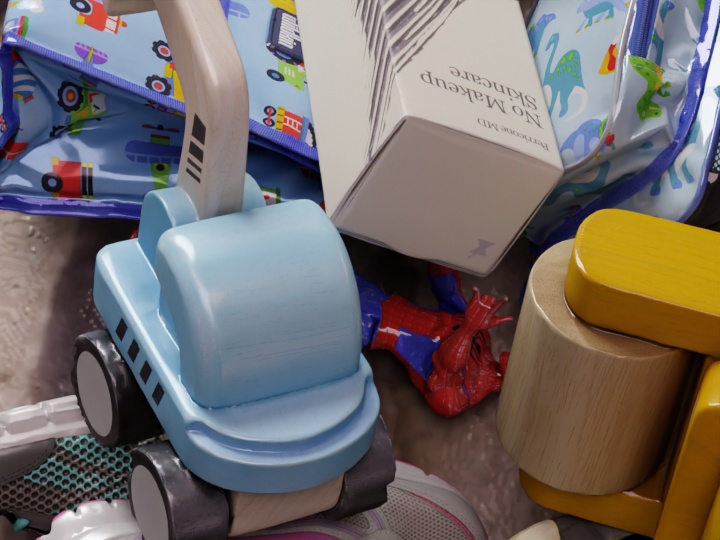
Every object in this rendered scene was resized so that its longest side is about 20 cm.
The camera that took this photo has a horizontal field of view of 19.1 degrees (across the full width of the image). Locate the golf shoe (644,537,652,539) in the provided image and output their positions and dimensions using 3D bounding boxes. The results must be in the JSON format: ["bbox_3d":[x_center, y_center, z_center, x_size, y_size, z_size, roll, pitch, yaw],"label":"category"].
[{"bbox_3d":[0.174,0.102,0.941,0.091,0.075,0.200,37,80,0],"label":"golf shoe"}]

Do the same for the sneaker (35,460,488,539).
[{"bbox_3d":[-0.032,0.137,0.876,0.199,0.082,0.088,-9,30,-23],"label":"sneaker"}]

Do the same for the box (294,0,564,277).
[{"bbox_3d":[0.023,-0.097,0.918,0.082,0.068,0.201,16,40,-25],"label":"box"}]

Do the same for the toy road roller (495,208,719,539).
[{"bbox_3d":[0.144,0.079,0.804,0.199,0.123,0.146,16,41,8],"label":"toy road roller"}]

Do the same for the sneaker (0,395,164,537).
[{"bbox_3d":[-0.106,0.096,0.916,0.199,0.078,0.092,-13,81,-13],"label":"sneaker"}]

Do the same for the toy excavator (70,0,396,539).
[{"bbox_3d":[-0.053,-0.018,0.830,0.099,0.201,0.195,-11,47,-26],"label":"toy excavator"}]

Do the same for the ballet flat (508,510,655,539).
[{"bbox_3d":[0.149,0.133,0.869,0.199,0.057,0.067,8,84,-9],"label":"ballet flat"}]

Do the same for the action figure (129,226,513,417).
[{"bbox_3d":[0.000,0.000,0.944,0.199,0.099,0.065,24,44,2],"label":"action figure"}]

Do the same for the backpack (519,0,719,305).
[{"bbox_3d":[0.146,-0.079,0.930,0.146,0.183,0.201,28,66,-13],"label":"backpack"}]

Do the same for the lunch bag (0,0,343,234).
[{"bbox_3d":[-0.062,-0.086,0.959,0.199,0.094,0.151,12,38,-11],"label":"lunch bag"}]
